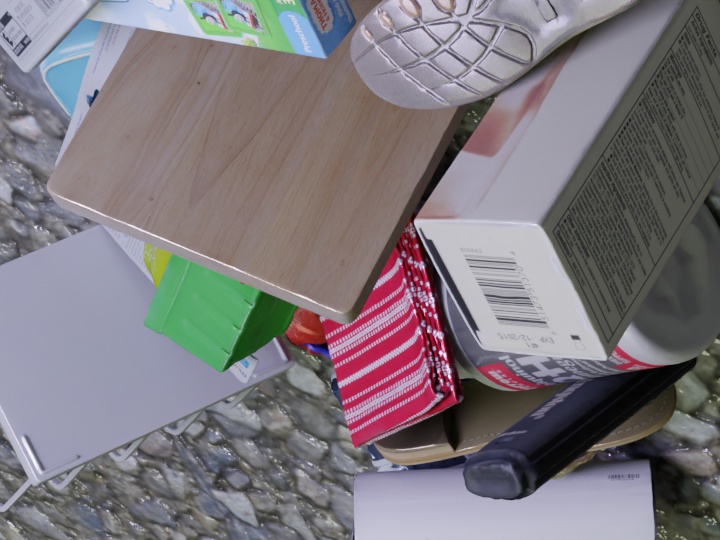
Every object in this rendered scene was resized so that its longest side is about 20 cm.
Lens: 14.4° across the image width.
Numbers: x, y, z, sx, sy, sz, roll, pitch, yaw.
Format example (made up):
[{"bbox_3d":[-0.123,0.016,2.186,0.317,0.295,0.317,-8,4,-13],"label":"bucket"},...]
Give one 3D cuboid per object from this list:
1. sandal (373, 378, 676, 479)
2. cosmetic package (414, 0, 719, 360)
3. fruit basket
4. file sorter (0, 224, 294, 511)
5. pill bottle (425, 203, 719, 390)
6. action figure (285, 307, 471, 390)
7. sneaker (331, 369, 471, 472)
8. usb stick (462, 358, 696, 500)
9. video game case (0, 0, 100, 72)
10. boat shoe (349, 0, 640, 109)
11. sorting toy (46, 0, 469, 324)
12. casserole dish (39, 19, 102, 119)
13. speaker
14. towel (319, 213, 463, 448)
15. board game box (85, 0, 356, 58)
[{"bbox_3d":[0.114,0.102,1.828,0.211,0.078,0.070,-7,144,24],"label":"sandal"},{"bbox_3d":[0.124,-0.058,1.512,0.087,0.200,0.104,4,135,40],"label":"cosmetic package"},{"bbox_3d":[-0.109,-0.048,1.777,0.200,0.094,0.185,53,147,19],"label":"fruit basket"},{"bbox_3d":[-0.176,0.058,1.892,0.139,0.200,0.125,62,151,8],"label":"file sorter"},{"bbox_3d":[0.114,0.013,1.694,0.200,0.111,0.111,-13,125,49],"label":"pill bottle"},{"bbox_3d":[0.018,0.051,1.883,0.199,0.052,0.065,28,143,-2],"label":"action figure"},{"bbox_3d":[0.039,0.157,1.938,0.200,0.109,0.070,40,163,-10],"label":"sneaker"},{"bbox_3d":[0.133,0.084,1.693,0.055,0.200,0.033,-2,110,40],"label":"usb stick"},{"bbox_3d":[-0.225,-0.204,1.612,0.182,0.023,0.200,50,163,-6],"label":"video game case"},{"bbox_3d":[0.087,-0.144,1.512,0.199,0.073,0.075,-21,99,30],"label":"boat shoe"},{"bbox_3d":[-0.044,-0.081,1.644,0.198,0.200,0.070,22,161,18],"label":"sorting toy"},{"bbox_3d":[-0.130,-0.119,1.807,0.200,0.039,0.121,-7,130,45],"label":"casserole dish"},{"bbox_3d":[0.093,0.168,1.862,0.199,0.081,0.081,-3,140,4],"label":"speaker"},{"bbox_3d":[0.000,0.000,1.746,0.145,0.022,0.201,-31,72,62],"label":"towel"},{"bbox_3d":[-0.113,-0.193,1.548,0.199,0.037,0.152,13,144,37],"label":"board game box"}]
